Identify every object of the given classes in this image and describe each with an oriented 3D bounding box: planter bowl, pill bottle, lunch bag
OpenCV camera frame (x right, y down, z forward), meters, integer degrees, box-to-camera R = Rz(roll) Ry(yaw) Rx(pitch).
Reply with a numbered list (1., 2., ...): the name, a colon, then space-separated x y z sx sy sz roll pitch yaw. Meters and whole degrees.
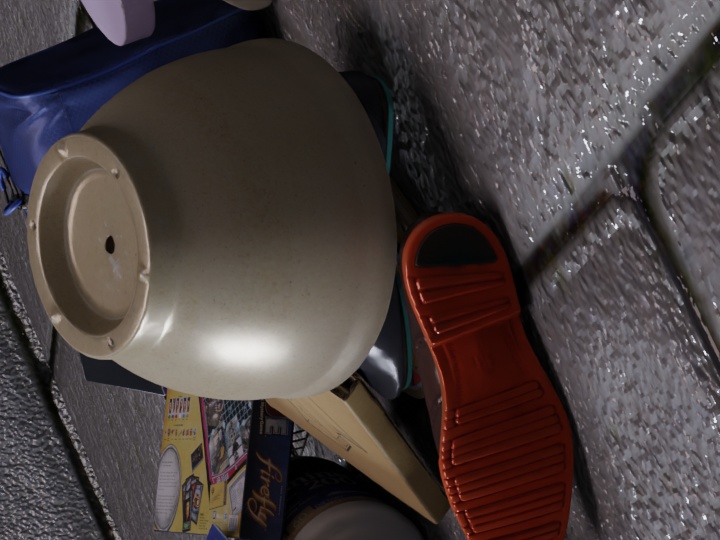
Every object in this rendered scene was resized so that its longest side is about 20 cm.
1. planter bowl: -0.094 -0.021 1.184 0.200 0.134 0.202 12 106 48
2. pill bottle: -0.031 0.199 1.605 0.200 0.110 0.112 26 136 69
3. lunch bag: -0.146 -0.087 1.432 0.136 0.199 0.133 29 141 65

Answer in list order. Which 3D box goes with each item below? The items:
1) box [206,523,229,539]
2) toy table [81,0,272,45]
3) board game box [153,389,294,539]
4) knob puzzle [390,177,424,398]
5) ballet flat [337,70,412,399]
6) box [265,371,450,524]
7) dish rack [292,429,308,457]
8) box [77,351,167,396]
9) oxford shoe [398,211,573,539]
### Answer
1. box: -0.046 0.259 1.480 0.200 0.032 0.121 49 168 5
2. toy table: -0.122 -0.221 1.315 0.184 0.117 0.200 83 160 -47
3. board game box: -0.100 0.127 1.604 0.200 0.034 0.136 169 107 -67
4. knob puzzle: 0.000 0.000 1.367 0.220 0.030 0.220 59 163 30
5. ballet flat: -0.014 -0.015 1.253 0.073 0.073 0.201 -138 40 -60
6. box: -0.032 0.075 1.388 0.163 0.021 0.200 33 168 31
7. dish rack: -0.085 0.081 1.726 0.154 0.054 0.200 63 159 23
8. box: -0.174 -0.023 1.733 0.201 0.078 0.142 82 -157 -44
9. oxford shoe: 0.066 0.064 1.167 0.073 0.071 0.201 -146 44 -80
